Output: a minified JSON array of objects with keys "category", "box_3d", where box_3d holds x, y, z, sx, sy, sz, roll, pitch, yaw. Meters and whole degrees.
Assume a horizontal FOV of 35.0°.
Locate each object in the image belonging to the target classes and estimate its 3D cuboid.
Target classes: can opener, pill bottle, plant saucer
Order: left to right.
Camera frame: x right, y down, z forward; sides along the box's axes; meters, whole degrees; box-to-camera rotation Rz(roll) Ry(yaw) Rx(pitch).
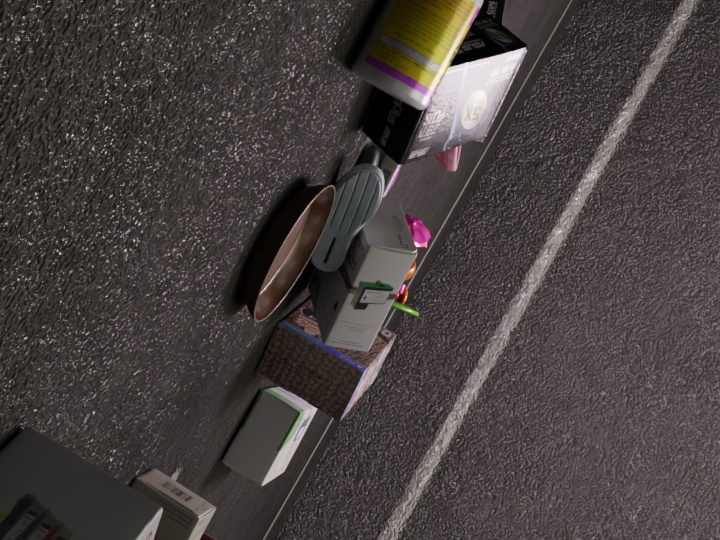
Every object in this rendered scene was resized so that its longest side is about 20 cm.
[{"category":"plant saucer","box_3d":[-0.096,-0.028,1.465,0.201,0.034,0.200,-58,173,-12]},{"category":"can opener","box_3d":[0.049,-0.202,1.698,0.201,0.053,0.067,-64,172,14]},{"category":"pill bottle","box_3d":[0.078,-0.300,1.344,0.201,0.104,0.104,-61,172,8]},{"category":"plant saucer","box_3d":[0.150,-0.270,1.920,0.201,0.050,0.202,7,90,-83]}]

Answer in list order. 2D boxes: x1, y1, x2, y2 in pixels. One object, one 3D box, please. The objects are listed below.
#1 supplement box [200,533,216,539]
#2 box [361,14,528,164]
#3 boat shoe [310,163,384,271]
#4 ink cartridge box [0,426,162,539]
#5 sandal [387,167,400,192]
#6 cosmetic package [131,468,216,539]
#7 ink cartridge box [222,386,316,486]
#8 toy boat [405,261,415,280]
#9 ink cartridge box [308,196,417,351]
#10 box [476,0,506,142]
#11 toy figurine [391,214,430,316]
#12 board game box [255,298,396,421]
[{"category":"supplement box","box_3d":[-0.278,0.511,1.955,0.086,0.110,0.200,-57,172,-24]},{"category":"box","box_3d":[0.118,-0.254,1.593,0.199,0.086,0.164,-22,147,-42]},{"category":"boat shoe","box_3d":[-0.023,-0.086,1.658,0.062,0.072,0.201,-81,-163,-49]},{"category":"ink cartridge box","box_3d":[-0.280,0.260,0.919,0.200,0.144,0.146,-49,166,-53]},{"category":"sandal","box_3d":[0.087,-0.211,1.913,0.204,0.050,0.082,-63,173,9]},{"category":"cosmetic package","box_3d":[-0.281,0.370,1.464,0.201,0.105,0.071,-63,170,5]},{"category":"ink cartridge box","box_3d":[-0.156,0.288,2.024,0.146,0.087,0.200,-61,174,0]},{"category":"toy boat","box_3d":[0.035,-0.028,1.935,0.131,0.130,0.200,-59,172,-12]},{"category":"ink cartridge box","box_3d":[0.000,0.000,1.761,0.147,0.084,0.201,-109,-144,-49]},{"category":"box","box_3d":[0.199,-0.336,1.834,0.200,0.047,0.195,86,16,-70]},{"category":"toy figurine","box_3d":[0.071,-0.022,2.295,0.200,0.149,0.185,-168,-81,-76]},{"category":"board game box","box_3d":[-0.053,0.135,1.866,0.097,0.159,0.200,-64,172,20]}]
